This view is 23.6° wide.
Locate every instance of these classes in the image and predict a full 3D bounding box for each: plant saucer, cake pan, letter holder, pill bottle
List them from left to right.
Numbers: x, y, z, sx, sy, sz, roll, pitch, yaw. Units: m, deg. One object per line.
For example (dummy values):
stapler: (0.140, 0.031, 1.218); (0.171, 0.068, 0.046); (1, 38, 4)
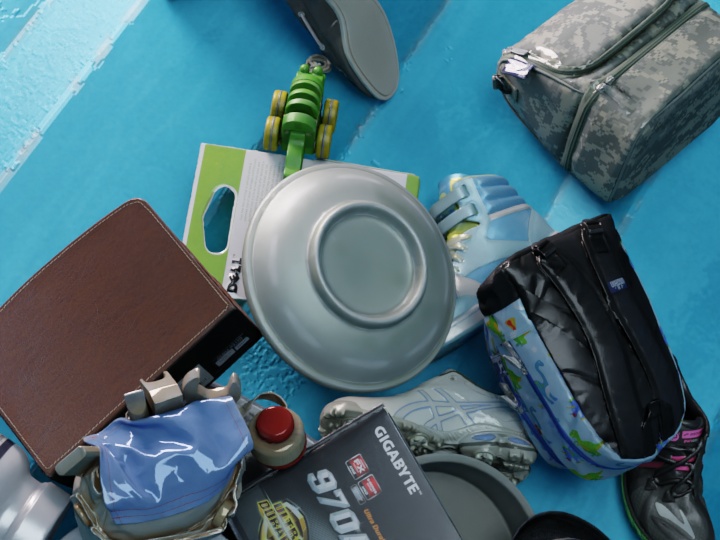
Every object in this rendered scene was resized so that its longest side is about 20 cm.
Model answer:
pill bottle: (-0.334, 0.167, 1.361); (0.199, 0.116, 0.116); (33, 66, -1)
letter holder: (-0.206, 0.059, 1.411); (0.200, 0.101, 0.142); (-42, 71, -2)
plant saucer: (0.000, 0.000, 1.443); (0.198, 0.050, 0.203); (8, 71, -24)
cake pan: (0.065, 0.256, 1.452); (0.198, 0.037, 0.203); (3, 82, -24)

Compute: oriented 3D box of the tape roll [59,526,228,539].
tape roll: (-0.171, 0.291, 1.364); (0.198, 0.066, 0.203); (0, 77, -2)

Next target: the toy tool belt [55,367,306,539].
toy tool belt: (-0.132, 0.137, 1.314); (0.198, 0.123, 0.125); (-24, 56, -16)

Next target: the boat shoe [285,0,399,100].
boat shoe: (-0.028, -0.245, 1.600); (0.067, 0.057, 0.201); (-50, 123, -30)

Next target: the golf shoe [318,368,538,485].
golf shoe: (0.058, 0.130, 1.513); (0.198, 0.079, 0.098); (13, 50, -16)

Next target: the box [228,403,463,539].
box: (0.002, 0.234, 1.372); (0.158, 0.046, 0.201); (-30, 72, -2)

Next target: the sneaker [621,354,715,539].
sneaker: (0.273, 0.165, 1.537); (0.076, 0.084, 0.202); (-9, 73, -17)

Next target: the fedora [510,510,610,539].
fedora: (0.209, 0.282, 1.432); (0.199, 0.091, 0.203); (24, 54, -38)

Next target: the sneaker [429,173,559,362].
sneaker: (0.086, -0.010, 1.557); (0.199, 0.080, 0.131); (-36, 84, -33)

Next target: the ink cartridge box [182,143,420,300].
ink cartridge box: (-0.056, -0.021, 1.526); (0.198, 0.076, 0.149); (9, 69, -2)

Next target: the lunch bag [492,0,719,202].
lunch bag: (0.243, -0.188, 1.636); (0.200, 0.140, 0.168); (-39, 67, -24)

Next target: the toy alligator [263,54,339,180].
toy alligator: (-0.048, -0.156, 1.540); (0.059, 0.055, 0.201); (10, 40, 1)

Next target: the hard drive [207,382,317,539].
hard drive: (-0.090, 0.184, 1.458); (0.199, 0.042, 0.136); (33, 66, -1)

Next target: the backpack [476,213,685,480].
backpack: (0.194, 0.078, 1.480); (0.162, 0.154, 0.201); (-26, 73, -40)
